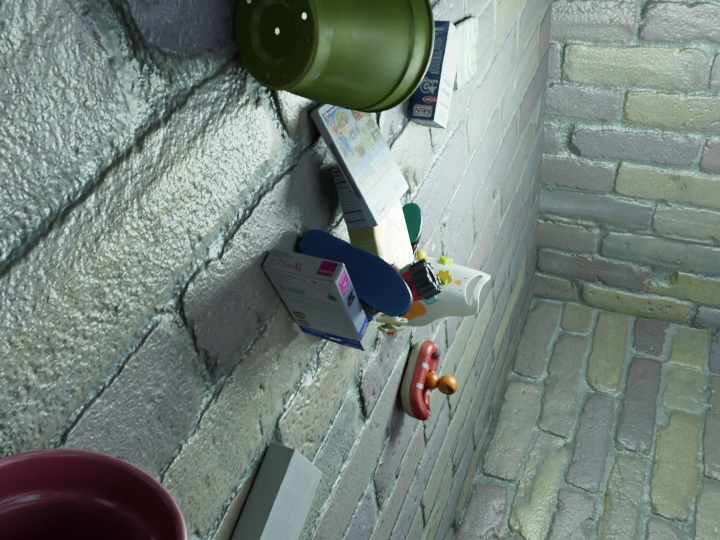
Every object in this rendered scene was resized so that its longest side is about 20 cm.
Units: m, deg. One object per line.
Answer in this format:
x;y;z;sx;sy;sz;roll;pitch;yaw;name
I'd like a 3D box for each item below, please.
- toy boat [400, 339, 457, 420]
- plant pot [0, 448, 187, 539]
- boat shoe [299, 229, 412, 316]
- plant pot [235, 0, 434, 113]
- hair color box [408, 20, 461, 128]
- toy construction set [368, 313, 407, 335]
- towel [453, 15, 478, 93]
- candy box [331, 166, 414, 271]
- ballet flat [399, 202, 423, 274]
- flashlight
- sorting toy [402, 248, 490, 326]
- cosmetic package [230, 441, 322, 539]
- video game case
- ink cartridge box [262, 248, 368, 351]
0.184;0.285;1.680;0.131;0.130;0.201;46;58;-63;toy boat
-0.262;0.283;0.548;0.200;0.199;0.180;-28;142;-62;plant pot
0.000;0.000;1.014;0.084;0.200;0.069;-48;163;-6;boat shoe
-0.042;-0.290;0.812;0.193;0.200;0.201;-23;122;-50;plant pot
0.156;-0.407;1.379;0.100;0.060;0.201;-3;103;-67;hair color box
0.033;0.034;1.266;0.131;0.092;0.201;-29;116;-62;toy construction set
0.254;-0.527;1.600;0.200;0.031;0.150;-49;144;-51;towel
0.024;-0.092;1.128;0.115;0.055;0.201;-32;110;-55;candy box
0.088;-0.044;1.379;0.068;0.068;0.201;95;7;-65;ballet flat
0.042;0.051;1.153;0.068;0.199;0.068;49;23;-31;flashlight
0.204;0.038;1.547;0.107;0.179;0.200;77;32;-46;sorting toy
-0.137;0.397;1.062;0.151;0.051;0.201;62;44;-54;cosmetic package
0.004;-0.187;1.055;0.201;0.018;0.143;61;37;-19;video game case
-0.059;0.047;0.993;0.042;0.119;0.200;-64;153;-29;ink cartridge box
